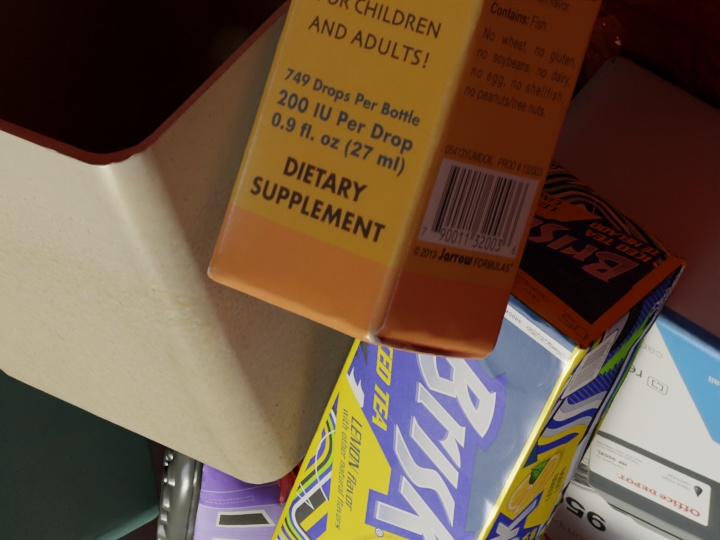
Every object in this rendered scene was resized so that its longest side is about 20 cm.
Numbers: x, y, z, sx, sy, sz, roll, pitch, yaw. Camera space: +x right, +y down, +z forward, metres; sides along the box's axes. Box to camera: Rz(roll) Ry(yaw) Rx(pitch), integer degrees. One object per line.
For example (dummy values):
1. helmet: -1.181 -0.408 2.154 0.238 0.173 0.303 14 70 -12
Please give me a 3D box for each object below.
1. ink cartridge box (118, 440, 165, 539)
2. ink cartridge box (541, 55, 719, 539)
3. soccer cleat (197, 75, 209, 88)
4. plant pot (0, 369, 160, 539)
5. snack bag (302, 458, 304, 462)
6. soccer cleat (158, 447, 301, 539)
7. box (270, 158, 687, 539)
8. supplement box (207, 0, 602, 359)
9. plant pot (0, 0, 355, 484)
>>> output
1. ink cartridge box: -0.181 0.055 1.235 0.200 0.086 0.146 34 174 -36
2. ink cartridge box: 0.119 0.045 0.910 0.144 0.084 0.200 31 152 22
3. soccer cleat: -0.119 -0.045 1.041 0.199 0.068 0.074 -15 91 25
4. plant pot: -0.189 0.071 1.046 0.141 0.199 0.142 161 99 -69
5. snack bag: 0.041 0.128 1.120 0.199 0.021 0.189 -17 119 26
6. soccer cleat: -0.036 0.096 1.025 0.073 0.069 0.200 4 152 5
7. box: 0.028 0.058 0.846 0.070 0.064 0.201 38 133 16
8. supplement box: 0.026 -0.081 0.730 0.066 0.201 0.069 20 -176 35
9. plant pot: -0.059 -0.051 0.860 0.199 0.200 0.178 20 142 36
